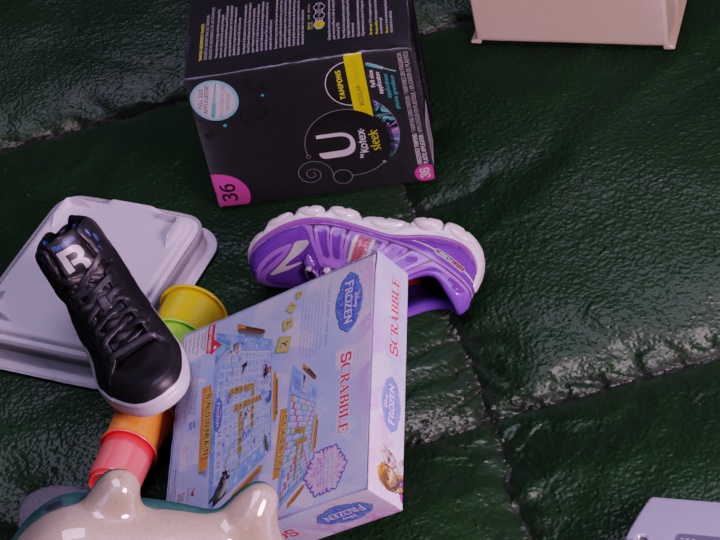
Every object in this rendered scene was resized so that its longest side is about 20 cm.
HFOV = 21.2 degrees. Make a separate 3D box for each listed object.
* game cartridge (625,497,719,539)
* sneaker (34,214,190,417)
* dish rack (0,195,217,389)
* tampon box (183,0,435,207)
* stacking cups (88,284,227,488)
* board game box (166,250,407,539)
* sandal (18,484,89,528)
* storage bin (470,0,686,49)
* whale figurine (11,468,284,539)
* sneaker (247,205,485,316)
[{"bbox_3d":[0.228,0.241,1.294,0.133,0.042,0.200,0,44,21],"label":"game cartridge"},{"bbox_3d":[-0.204,0.027,1.494,0.073,0.112,0.200,-34,36,-5],"label":"sneaker"},{"bbox_3d":[-0.234,0.008,1.656,0.171,0.044,0.200,10,47,24],"label":"dish rack"},{"bbox_3d":[-0.043,-0.161,1.705,0.199,0.150,0.126,-8,42,6],"label":"tampon box"},{"bbox_3d":[-0.166,0.100,1.524,0.060,0.061,0.200,5,45,19],"label":"stacking cups"},{"bbox_3d":[-0.055,0.108,1.413,0.199,0.041,0.201,-23,48,33],"label":"board game box"},{"bbox_3d":[-0.198,0.222,1.418,0.076,0.043,0.200,-26,44,-13],"label":"sandal"},{"bbox_3d":[0.215,-0.307,1.836,0.199,0.094,0.199,3,45,18],"label":"storage bin"},{"bbox_3d":[-0.149,0.199,1.332,0.199,0.160,0.104,-19,22,-6],"label":"whale figurine"},{"bbox_3d":[0.000,0.000,1.580,0.199,0.081,0.084,2,50,15],"label":"sneaker"}]
